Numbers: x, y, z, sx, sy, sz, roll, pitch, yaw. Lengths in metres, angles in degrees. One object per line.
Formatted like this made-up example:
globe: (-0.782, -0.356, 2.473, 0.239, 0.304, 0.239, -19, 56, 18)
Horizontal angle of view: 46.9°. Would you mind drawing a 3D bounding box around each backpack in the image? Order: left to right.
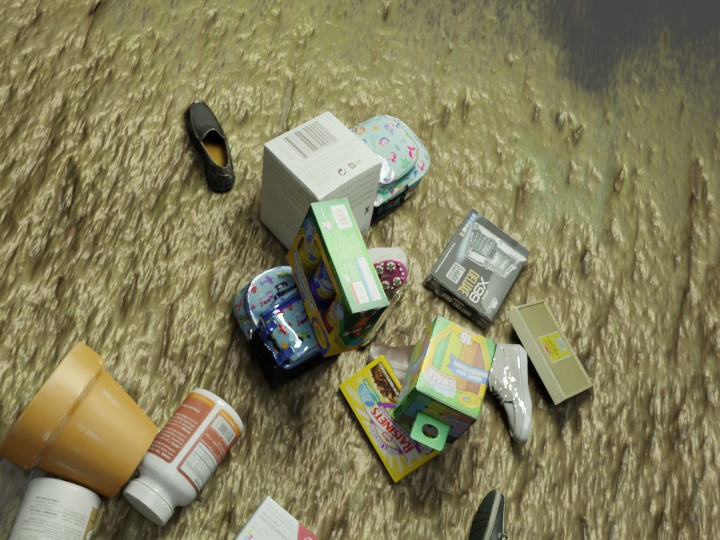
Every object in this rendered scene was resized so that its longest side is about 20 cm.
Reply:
backpack: (-0.128, 0.077, 1.493, 0.180, 0.135, 0.202, -24, 70, -27)
backpack: (0.042, -0.222, 1.695, 0.198, 0.151, 0.179, -31, 75, -33)

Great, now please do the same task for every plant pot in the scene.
plant pot: (-0.423, 0.247, 1.284, 0.182, 0.200, 0.202, 38, 58, -10)

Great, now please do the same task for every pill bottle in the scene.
pill bottle: (-0.466, 0.421, 1.219, 0.112, 0.115, 0.204, 17, 60, -9)
pill bottle: (-0.287, 0.301, 1.339, 0.111, 0.113, 0.201, 36, 60, 3)

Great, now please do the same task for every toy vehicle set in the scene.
toy vehicle set: (0.377, 0.158, 1.649, 0.123, 0.026, 0.203, -6, 64, -48)

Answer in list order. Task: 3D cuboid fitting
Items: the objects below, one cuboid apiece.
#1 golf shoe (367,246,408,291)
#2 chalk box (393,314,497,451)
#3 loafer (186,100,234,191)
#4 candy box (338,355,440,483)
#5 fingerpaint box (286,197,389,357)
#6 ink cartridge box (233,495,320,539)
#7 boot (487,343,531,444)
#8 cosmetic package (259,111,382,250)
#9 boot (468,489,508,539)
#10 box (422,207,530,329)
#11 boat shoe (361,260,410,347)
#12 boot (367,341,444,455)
golf shoe: (0.000, 0.000, 1.588, 0.195, 0.077, 0.092, -5, 31, 15)
chalk box: (0.141, 0.208, 1.436, 0.122, 0.124, 0.203, 24, 54, -5)
loafer: (-0.292, -0.259, 1.641, 0.071, 0.073, 0.203, -17, 70, -23)
candy box: (0.052, 0.266, 1.491, 0.101, 0.026, 0.202, -35, 75, 7)
fingerpaint box: (-0.044, 0.014, 1.375, 0.072, 0.167, 0.204, -11, 66, -26)
ink cartridge box: (-0.158, 0.489, 1.305, 0.145, 0.083, 0.201, 38, 59, 2)
boot: (0.271, 0.232, 1.589, 0.093, 0.074, 0.204, 8, 54, -7)
cosmetic package: (-0.079, -0.149, 1.565, 0.163, 0.202, 0.165, -33, 63, -29)
boot: (0.264, 0.504, 1.444, 0.151, 0.074, 0.208, 22, 64, -10)
box: (0.239, -0.006, 1.701, 0.156, 0.050, 0.201, 36, 59, 2)
boat shoe: (0.037, 0.055, 1.602, 0.072, 0.063, 0.201, 11, 51, 42)
boot: (0.086, 0.235, 1.536, 0.162, 0.073, 0.205, 5, 66, 0)
